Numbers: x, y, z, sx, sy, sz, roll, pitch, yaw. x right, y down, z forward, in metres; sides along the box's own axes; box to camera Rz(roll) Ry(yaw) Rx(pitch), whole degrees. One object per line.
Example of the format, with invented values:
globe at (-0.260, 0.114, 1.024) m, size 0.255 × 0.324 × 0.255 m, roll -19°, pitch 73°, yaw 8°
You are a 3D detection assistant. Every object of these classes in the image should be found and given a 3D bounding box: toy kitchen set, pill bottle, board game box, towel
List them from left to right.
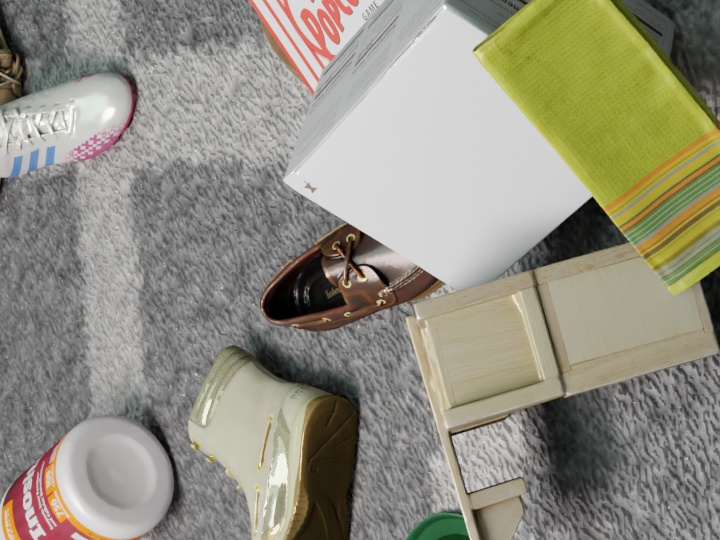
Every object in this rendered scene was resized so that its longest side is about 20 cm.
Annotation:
pill bottle at (-0.259, 0.217, 1.774) m, size 0.200 × 0.112 × 0.114 m, roll -40°, pitch 65°, yaw 47°
board game box at (0.011, -0.180, 1.376) m, size 0.201 × 0.046 × 0.152 m, roll 56°, pitch 134°, yaw 11°
toy kitchen set at (0.137, 0.086, 1.278) m, size 0.200 × 0.179 × 0.165 m, roll 63°, pitch -169°, yaw -84°
towel at (0.158, -0.079, 1.137) m, size 0.086 × 0.200 × 0.018 m, roll -38°, pitch 19°, yaw 12°

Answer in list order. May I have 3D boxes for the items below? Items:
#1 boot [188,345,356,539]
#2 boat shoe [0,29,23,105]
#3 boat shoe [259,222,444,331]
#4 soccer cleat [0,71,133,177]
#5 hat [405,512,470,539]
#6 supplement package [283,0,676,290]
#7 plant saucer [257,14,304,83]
boot at (-0.079, 0.174, 1.570) m, size 0.154 × 0.072 × 0.202 m, roll 24°, pitch 109°, yaw 47°
boat shoe at (-0.359, -0.187, 1.873) m, size 0.064 × 0.071 × 0.202 m, roll -32°, pitch 78°, yaw 35°
boat shoe at (0.000, 0.000, 1.442) m, size 0.200 × 0.070 × 0.071 m, roll -35°, pitch 68°, yaw 48°
soccer cleat at (-0.288, -0.125, 1.760) m, size 0.199 × 0.086 × 0.071 m, roll -19°, pitch 79°, yaw 39°
hat at (0.017, 0.283, 1.373) m, size 0.166 × 0.175 × 0.202 m, roll -43°, pitch 63°, yaw 46°
supplement package at (0.074, -0.104, 1.235) m, size 0.200 × 0.155 × 0.112 m, roll -43°, pitch 22°, yaw 47°
plant saucer at (-0.024, -0.229, 1.469) m, size 0.199 × 0.029 × 0.202 m, roll 12°, pitch 105°, yaw 50°
